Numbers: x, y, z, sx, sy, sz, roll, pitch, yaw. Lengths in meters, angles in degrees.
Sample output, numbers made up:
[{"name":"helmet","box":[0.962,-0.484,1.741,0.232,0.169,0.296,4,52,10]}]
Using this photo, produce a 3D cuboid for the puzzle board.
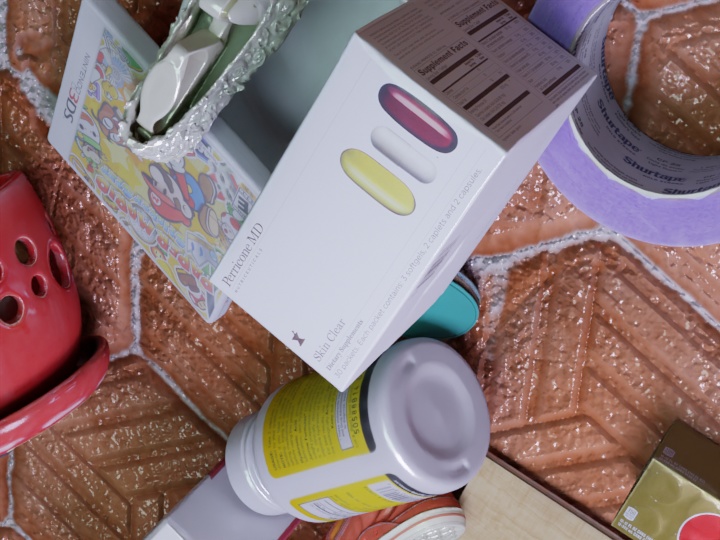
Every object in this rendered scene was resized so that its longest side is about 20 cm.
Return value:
[{"name":"puzzle board","box":[0.149,0.245,1.218,0.199,0.017,0.151,33,123,12]}]

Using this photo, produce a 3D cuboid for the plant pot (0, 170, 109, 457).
[{"name":"plant pot","box":[-0.313,0.046,1.261,0.199,0.200,0.183,-17,106,31]}]

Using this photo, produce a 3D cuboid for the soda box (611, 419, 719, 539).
[{"name":"soda box","box":[0.280,0.193,1.101,0.199,0.064,0.068,32,121,11]}]

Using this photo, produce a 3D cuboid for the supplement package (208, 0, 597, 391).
[{"name":"supplement package","box":[0.025,-0.056,0.973,0.111,0.156,0.200,39,124,8]}]

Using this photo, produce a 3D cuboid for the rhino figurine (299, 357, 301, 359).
[{"name":"rhino figurine","box":[-0.062,-0.012,1.189,0.200,0.060,0.087,51,137,1]}]

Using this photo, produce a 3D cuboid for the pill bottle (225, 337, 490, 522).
[{"name":"pill bottle","box":[-0.010,0.124,1.177,0.199,0.111,0.112,-22,100,44]}]

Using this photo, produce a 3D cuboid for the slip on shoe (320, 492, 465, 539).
[{"name":"slip on shoe","box":[0.004,0.211,1.255,0.200,0.074,0.062,-38,56,39]}]

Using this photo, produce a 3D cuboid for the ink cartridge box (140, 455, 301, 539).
[{"name":"ink cartridge box","box":[-0.145,0.243,1.288,0.083,0.147,0.200,44,124,1]}]

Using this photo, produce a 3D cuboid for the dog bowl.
[{"name":"dog bowl","box":[-0.025,-0.144,1.105,0.199,0.079,0.201,10,114,23]}]

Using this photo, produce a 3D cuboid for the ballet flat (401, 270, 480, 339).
[{"name":"ballet flat","box":[0.000,0.000,1.121,0.074,0.199,0.075,-18,66,46]}]

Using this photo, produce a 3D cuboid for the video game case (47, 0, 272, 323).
[{"name":"video game case","box":[-0.147,-0.078,1.159,0.200,0.023,0.182,47,147,10]}]

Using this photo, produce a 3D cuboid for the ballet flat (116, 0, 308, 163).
[{"name":"ballet flat","box":[-0.093,-0.150,1.029,0.072,0.072,0.201,37,108,8]}]

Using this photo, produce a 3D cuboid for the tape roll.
[{"name":"tape roll","box":[0.203,-0.123,0.996,0.199,0.085,0.201,11,116,23]}]
